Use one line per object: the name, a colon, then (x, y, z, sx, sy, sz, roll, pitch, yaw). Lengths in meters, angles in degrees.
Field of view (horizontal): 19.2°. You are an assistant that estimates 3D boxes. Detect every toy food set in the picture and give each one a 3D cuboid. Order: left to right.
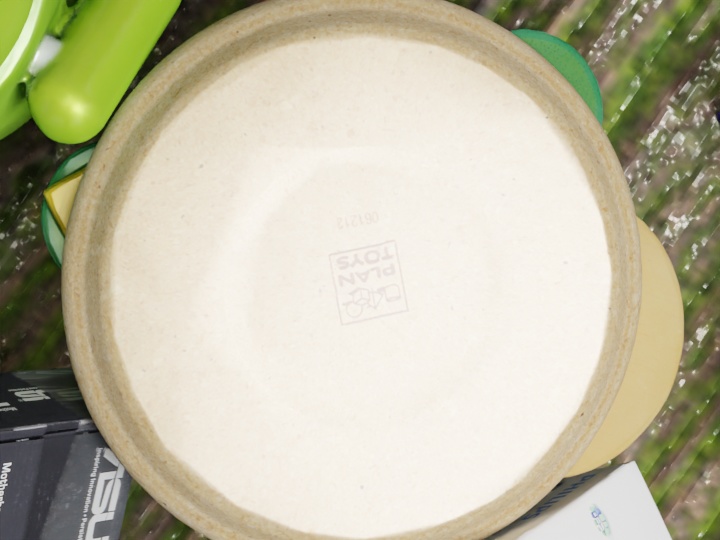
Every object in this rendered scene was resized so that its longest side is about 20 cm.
toy food set: (0.000, 0.000, 0.703, 0.200, 0.049, 0.198, -28, 100, -5)

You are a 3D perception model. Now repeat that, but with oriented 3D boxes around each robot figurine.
robot figurine: (-0.153, -0.095, 0.691, 0.175, 0.200, 0.116, 29, 89, 1)

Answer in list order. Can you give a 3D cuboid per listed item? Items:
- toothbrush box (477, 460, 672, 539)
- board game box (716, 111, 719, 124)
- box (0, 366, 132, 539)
toothbrush box: (0.067, 0.187, 0.727, 0.146, 0.085, 0.200, -28, 94, -44)
board game box: (0.233, 0.009, 0.790, 0.134, 0.045, 0.200, -22, 91, -3)
box: (-0.163, 0.135, 0.698, 0.049, 0.161, 0.200, 27, 109, 37)
